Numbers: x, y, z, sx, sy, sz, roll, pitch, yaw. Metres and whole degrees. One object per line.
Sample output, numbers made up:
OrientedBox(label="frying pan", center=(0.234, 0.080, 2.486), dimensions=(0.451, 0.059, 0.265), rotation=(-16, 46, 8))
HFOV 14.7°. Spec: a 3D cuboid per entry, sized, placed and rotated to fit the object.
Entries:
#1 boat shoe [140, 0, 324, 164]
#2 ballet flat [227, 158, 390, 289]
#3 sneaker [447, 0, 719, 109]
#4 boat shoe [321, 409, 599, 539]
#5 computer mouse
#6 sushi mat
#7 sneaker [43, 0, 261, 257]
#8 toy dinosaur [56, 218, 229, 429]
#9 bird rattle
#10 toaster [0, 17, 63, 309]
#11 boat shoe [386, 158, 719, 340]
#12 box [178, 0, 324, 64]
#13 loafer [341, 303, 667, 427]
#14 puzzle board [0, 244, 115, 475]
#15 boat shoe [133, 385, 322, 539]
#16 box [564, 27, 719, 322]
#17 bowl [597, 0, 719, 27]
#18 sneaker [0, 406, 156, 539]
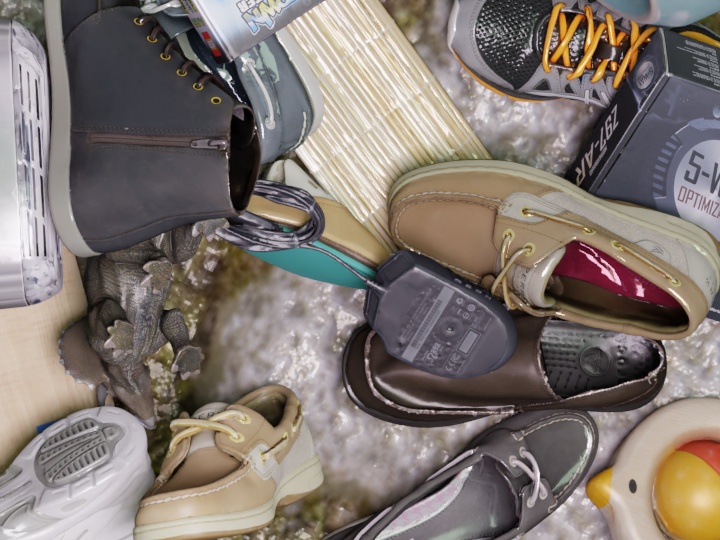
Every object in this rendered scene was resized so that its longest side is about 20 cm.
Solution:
OrientedBox(label="boat shoe", center=(-0.096, -0.146, 1.560), dimensions=(0.201, 0.073, 0.062), rotation=(55, 41, -9))
OrientedBox(label="ballet flat", center=(-0.068, -0.043, 1.594), dimensions=(0.199, 0.069, 0.064), rotation=(16, 73, -18))
OrientedBox(label="sneaker", center=(0.148, -0.129, 1.638), dimensions=(0.198, 0.077, 0.079), rotation=(10, 93, -14))
OrientedBox(label="boat shoe", center=(0.062, 0.144, 1.647), dimensions=(0.199, 0.057, 0.067), rotation=(-30, 100, -11))
OrientedBox(label="computer mouse", center=(0.000, 0.000, 1.570), dimensions=(0.199, 0.034, 0.059), rotation=(30, 110, -12))
OrientedBox(label="sushi mat", center=(0.007, -0.087, 1.636), dimensions=(0.096, 0.012, 0.200), rotation=(-39, 103, -8))
OrientedBox(label="sneaker", center=(-0.106, -0.108, 1.485), dimensions=(0.105, 0.075, 0.202), rotation=(-9, 71, 18))
OrientedBox(label="toy dinosaur", center=(-0.121, -0.003, 1.525), dimensions=(0.076, 0.102, 0.202), rotation=(3, 105, -32))
OrientedBox(label="bird rattle", center=(0.226, 0.149, 1.675), dimensions=(0.200, 0.113, 0.163), rotation=(-37, 86, -12))
OrientedBox(label="toaster", center=(-0.228, -0.049, 1.507), dimensions=(0.128, 0.114, 0.202), rotation=(-3, 85, -3))
OrientedBox(label="boat shoe", center=(0.107, -0.009, 1.595), dimensions=(0.198, 0.067, 0.074), rotation=(11, 128, 9))
OrientedBox(label="box", center=(-0.022, -0.212, 1.531), dimensions=(0.199, 0.035, 0.110), rotation=(-34, 101, -12))
OrientedBox(label="loafer", center=(0.088, 0.047, 1.628), dimensions=(0.198, 0.071, 0.074), rotation=(-4, 79, -11))
OrientedBox(label="puzzle board", center=(-0.216, 0.081, 1.588), dimensions=(0.150, 0.017, 0.202), rotation=(-16, 99, -15))
OrientedBox(label="boat shoe", center=(-0.078, 0.107, 1.538), dimensions=(0.073, 0.200, 0.067), rotation=(-9, 94, 15))
OrientedBox(label="box", center=(0.227, -0.043, 1.637), dimensions=(0.199, 0.044, 0.161), rotation=(18, 130, -16))
OrientedBox(label="bowl", center=(0.161, -0.215, 1.567), dimensions=(0.105, 0.201, 0.201), rotation=(-42, 104, -11))
OrientedBox(label="sneaker", center=(-0.195, 0.161, 1.554), dimensions=(0.199, 0.078, 0.100), rotation=(-24, 129, 0))
